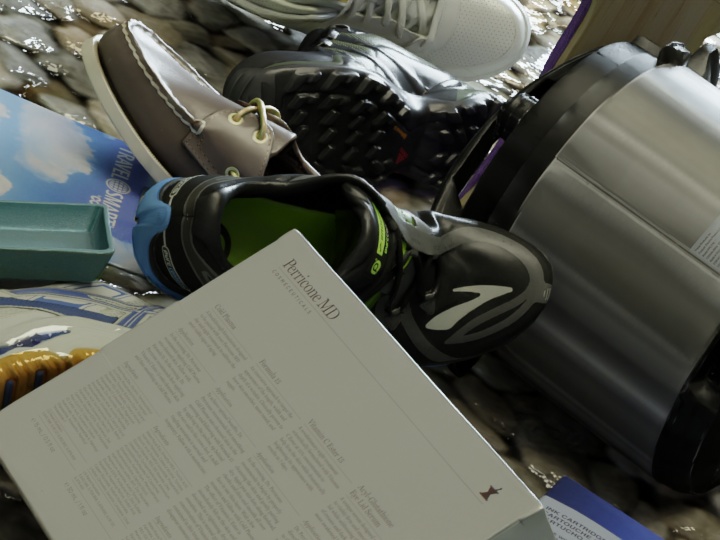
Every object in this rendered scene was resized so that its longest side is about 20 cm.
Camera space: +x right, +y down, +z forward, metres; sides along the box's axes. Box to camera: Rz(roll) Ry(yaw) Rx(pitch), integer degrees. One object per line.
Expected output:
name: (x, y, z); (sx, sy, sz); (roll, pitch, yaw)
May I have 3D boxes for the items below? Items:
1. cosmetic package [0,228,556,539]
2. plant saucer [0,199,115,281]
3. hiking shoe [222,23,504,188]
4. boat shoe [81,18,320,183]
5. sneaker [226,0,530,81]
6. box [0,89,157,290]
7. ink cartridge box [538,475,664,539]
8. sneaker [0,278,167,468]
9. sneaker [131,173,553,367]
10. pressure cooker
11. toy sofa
cosmetic package: (-0.036, 0.086, 0.949); (0.150, 0.052, 0.200); (-33, 42, -8)
plant saucer: (-0.204, -0.015, 1.069); (0.198, 0.019, 0.070); (3, 18, -9)
hiking shoe: (-0.016, -0.091, 1.381); (0.101, 0.076, 0.199); (35, 19, 37)
boat shoe: (-0.050, -0.043, 1.190); (0.200, 0.059, 0.072); (51, 22, 0)
sneaker: (0.003, -0.152, 1.455); (0.199, 0.074, 0.116); (14, 6, -2)
box: (-0.185, -0.044, 1.166); (0.199, 0.048, 0.122); (22, 28, -8)
ink cartridge box: (0.103, 0.154, 1.073); (0.119, 0.042, 0.200); (33, 27, 14)
sneaker: (-0.093, 0.033, 1.081); (0.199, 0.076, 0.088); (6, 30, -36)
sneaker: (0.000, 0.000, 1.114); (0.198, 0.071, 0.083); (12, -8, -27)
pressure cooker: (0.136, -0.014, 1.242); (0.200, 0.179, 0.176); (37, 32, 20)
toy sofa: (0.122, -0.097, 1.353); (0.097, 0.201, 0.083); (20, 27, -20)
